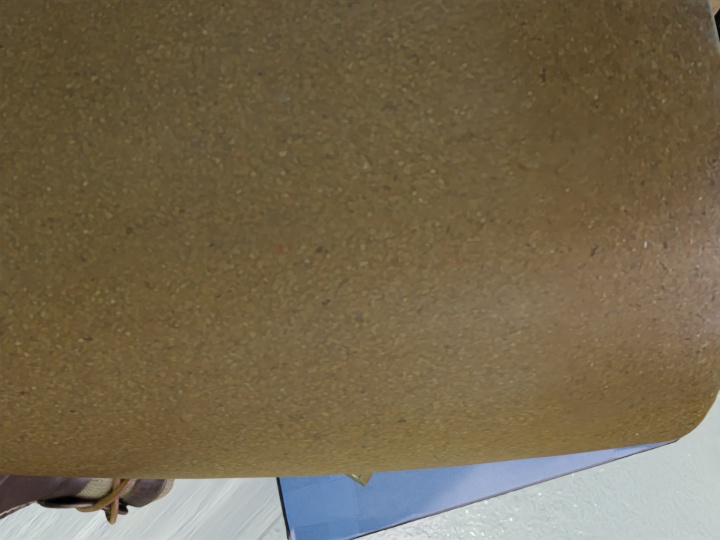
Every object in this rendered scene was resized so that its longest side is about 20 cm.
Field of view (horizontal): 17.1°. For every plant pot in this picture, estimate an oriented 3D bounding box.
[{"bbox_3d":[-0.043,-0.028,0.543,0.198,0.188,0.187,-14,165,-11],"label":"plant pot"}]

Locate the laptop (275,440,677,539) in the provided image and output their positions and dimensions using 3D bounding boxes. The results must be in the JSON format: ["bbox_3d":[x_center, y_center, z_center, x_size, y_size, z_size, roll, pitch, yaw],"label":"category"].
[{"bbox_3d":[0.057,0.026,0.957,0.186,0.117,0.200,-16,172,-12],"label":"laptop"}]

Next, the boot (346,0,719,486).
[{"bbox_3d":[0.041,-0.026,0.794,0.200,0.066,0.175,-48,174,-8],"label":"boot"}]

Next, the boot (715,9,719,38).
[{"bbox_3d":[0.086,-0.097,0.991,0.211,0.158,0.080,-38,156,-21],"label":"boot"}]

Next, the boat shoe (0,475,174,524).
[{"bbox_3d":[-0.102,0.063,0.970,0.072,0.072,0.200,-52,172,31],"label":"boat shoe"}]
